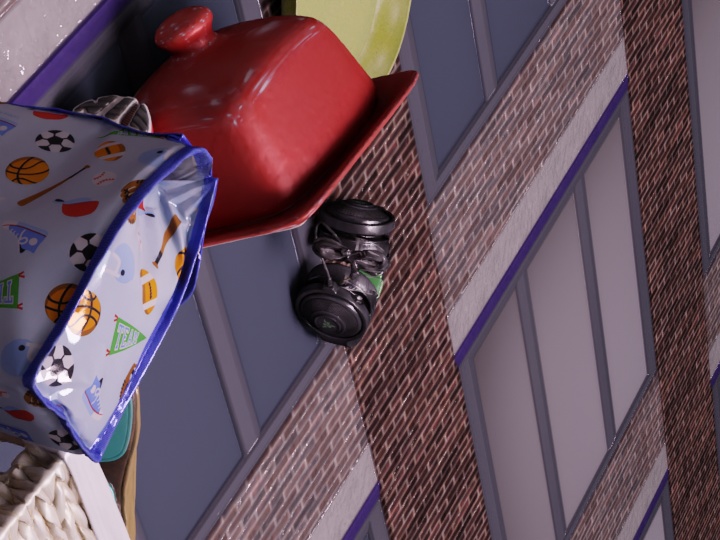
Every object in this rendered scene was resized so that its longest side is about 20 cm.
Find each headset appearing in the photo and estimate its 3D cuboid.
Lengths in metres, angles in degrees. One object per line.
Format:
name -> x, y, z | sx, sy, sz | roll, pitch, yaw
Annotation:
headset -> 0.000, 0.000, 1.676 | 0.200, 0.093, 0.125 | 40, 64, -73

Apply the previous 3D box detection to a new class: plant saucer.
plant saucer -> -0.014, -0.230, 1.626 | 0.200, 0.031, 0.202 | -35, 131, -54

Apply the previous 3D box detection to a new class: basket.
basket -> -0.230, 0.193, 1.252 | 0.124, 0.134, 0.201 | -54, 145, -35

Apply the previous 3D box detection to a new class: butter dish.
butter dish -> -0.093, -0.116, 1.386 | 0.149, 0.198, 0.200 | 59, 43, -22

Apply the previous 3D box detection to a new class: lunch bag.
lunch bag -> -0.196, -0.006, 1.198 | 0.201, 0.168, 0.124 | -66, 154, -24

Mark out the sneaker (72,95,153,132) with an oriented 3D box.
sneaker -> -0.191, -0.021, 1.332 | 0.085, 0.076, 0.202 | 39, 72, -73

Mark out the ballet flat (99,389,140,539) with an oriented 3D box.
ballet flat -> -0.189, 0.132, 1.408 | 0.063, 0.068, 0.202 | -88, -178, -72
